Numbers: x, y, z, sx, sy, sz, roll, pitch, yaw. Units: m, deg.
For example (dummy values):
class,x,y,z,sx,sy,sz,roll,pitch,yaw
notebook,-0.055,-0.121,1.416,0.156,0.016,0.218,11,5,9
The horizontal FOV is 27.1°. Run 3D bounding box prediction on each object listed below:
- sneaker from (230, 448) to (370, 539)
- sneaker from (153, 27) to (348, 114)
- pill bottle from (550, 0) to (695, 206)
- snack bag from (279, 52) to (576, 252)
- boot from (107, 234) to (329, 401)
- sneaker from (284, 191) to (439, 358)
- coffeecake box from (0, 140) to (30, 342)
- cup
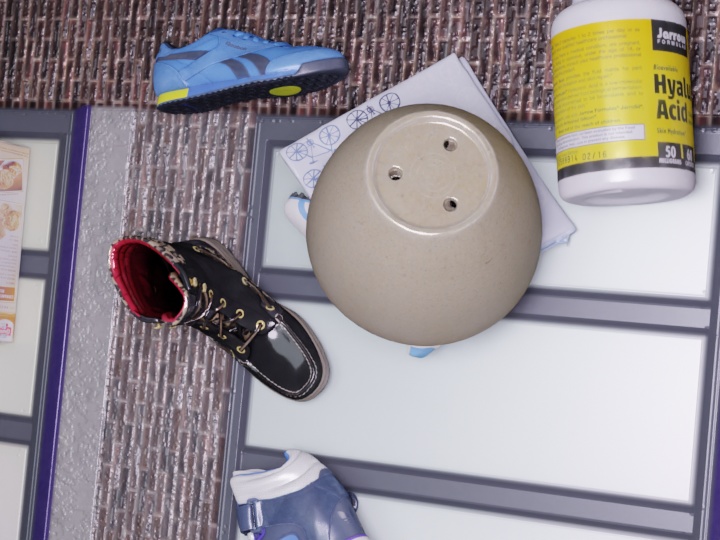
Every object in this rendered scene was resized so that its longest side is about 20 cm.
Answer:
class,x,y,z,sx,sy,sz,roll,pitch,yaw
sneaker,-0.086,0.254,1.339,0.200,0.080,0.147,-46,61,18
sneaker,-0.106,-0.197,1.387,0.199,0.066,0.079,-6,80,25
pill bottle,0.211,-0.157,1.211,0.111,0.111,0.201,-5,84,24
snack bag,0.057,-0.067,1.282,0.188,0.021,0.200,-28,73,-7
boot,-0.128,0.040,1.329,0.073,0.150,0.200,-47,69,14
sneaker,0.000,0.000,1.316,0.200,0.072,0.073,39,91,23
coffeecake box,-0.425,-0.032,1.516,0.153,0.073,0.201,3,87,24
cup,0.053,-0.053,1.194,0.199,0.143,0.201,0,74,0
